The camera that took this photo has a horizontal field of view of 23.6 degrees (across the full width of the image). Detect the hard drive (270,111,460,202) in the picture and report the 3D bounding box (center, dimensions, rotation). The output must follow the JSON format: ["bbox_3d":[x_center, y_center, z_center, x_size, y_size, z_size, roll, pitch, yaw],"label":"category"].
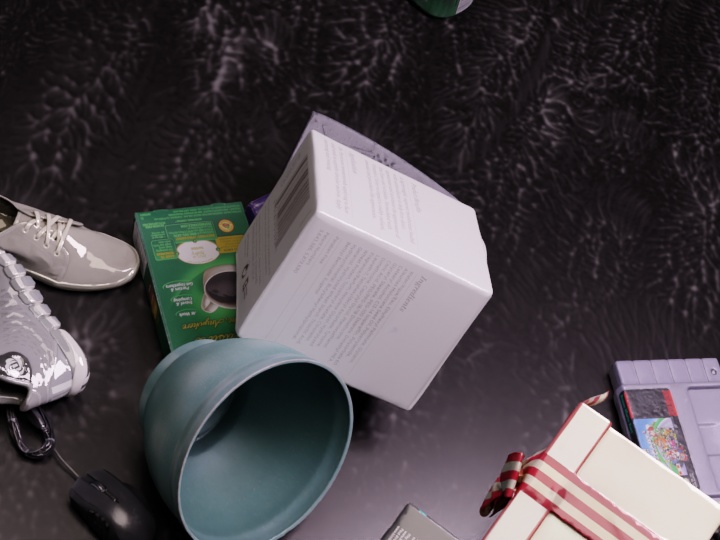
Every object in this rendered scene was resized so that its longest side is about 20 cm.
[{"bbox_3d":[0.001,-0.065,1.826,0.200,0.042,0.135,31,73,-19],"label":"hard drive"}]

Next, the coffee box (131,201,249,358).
[{"bbox_3d":[-0.157,0.025,1.768,0.122,0.044,0.201,-8,58,-22],"label":"coffee box"}]

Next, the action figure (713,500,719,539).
[{"bbox_3d":[0.311,0.276,1.688,0.200,0.102,0.119,31,81,3],"label":"action figure"}]

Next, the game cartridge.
[{"bbox_3d":[0.343,0.184,1.813,0.129,0.038,0.201,2,56,-21],"label":"game cartridge"}]

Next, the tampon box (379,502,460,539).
[{"bbox_3d":[0.083,0.329,1.543,0.200,0.150,0.126,36,73,11],"label":"tampon box"}]

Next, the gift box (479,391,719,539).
[{"bbox_3d":[0.210,0.230,1.576,0.186,0.185,0.200,34,71,9],"label":"gift box"}]

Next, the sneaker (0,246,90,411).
[{"bbox_3d":[-0.359,0.055,1.654,0.200,0.075,0.115,45,42,16],"label":"sneaker"}]

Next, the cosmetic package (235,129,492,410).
[{"bbox_3d":[0.000,0.000,1.701,0.199,0.165,0.165,25,28,-18],"label":"cosmetic package"}]

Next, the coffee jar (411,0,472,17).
[{"bbox_3d":[0.110,-0.403,2.048,0.085,0.200,0.104,-34,70,-33],"label":"coffee jar"}]

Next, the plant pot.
[{"bbox_3d":[-0.126,0.145,1.619,0.200,0.201,0.134,-27,41,-30],"label":"plant pot"}]

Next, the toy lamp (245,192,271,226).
[{"bbox_3d":[-0.028,-0.071,1.866,0.199,0.058,0.058,-12,60,-22],"label":"toy lamp"}]

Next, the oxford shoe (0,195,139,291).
[{"bbox_3d":[-0.322,-0.031,1.751,0.199,0.058,0.075,17,50,-6],"label":"oxford shoe"}]

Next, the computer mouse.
[{"bbox_3d":[-0.266,0.187,1.628,0.200,0.034,0.059,42,56,15],"label":"computer mouse"}]
